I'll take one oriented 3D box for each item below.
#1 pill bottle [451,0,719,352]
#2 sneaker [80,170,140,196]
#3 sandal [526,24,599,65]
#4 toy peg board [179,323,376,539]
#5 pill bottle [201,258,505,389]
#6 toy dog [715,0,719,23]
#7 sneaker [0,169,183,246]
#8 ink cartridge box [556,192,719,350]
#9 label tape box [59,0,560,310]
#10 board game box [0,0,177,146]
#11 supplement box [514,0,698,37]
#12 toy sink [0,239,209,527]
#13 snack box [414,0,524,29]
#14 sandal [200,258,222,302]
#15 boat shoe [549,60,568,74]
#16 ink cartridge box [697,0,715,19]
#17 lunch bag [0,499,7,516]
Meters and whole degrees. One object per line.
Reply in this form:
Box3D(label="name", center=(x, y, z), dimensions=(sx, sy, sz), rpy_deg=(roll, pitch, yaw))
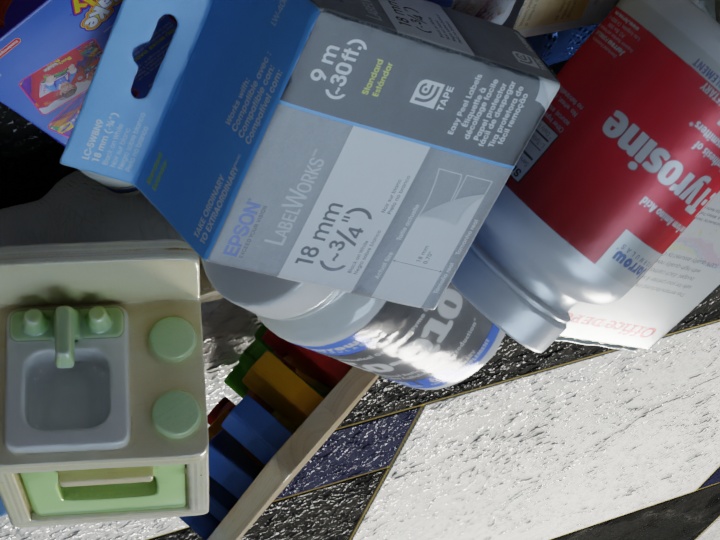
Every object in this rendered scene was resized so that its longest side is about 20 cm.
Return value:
Box3D(label="pill bottle", center=(0.137, -0.055, 0.845), dimensions=(0.200, 0.112, 0.112), rpy_deg=(-50, 149, 12))
Box3D(label="sneaker", center=(-0.071, -0.100, 0.873), dimensions=(0.199, 0.075, 0.088), rpy_deg=(-16, 164, 0))
Box3D(label="sandal", center=(0.069, -0.121, 0.923), dimensions=(0.199, 0.087, 0.080), rpy_deg=(-20, 153, -14))
Box3D(label="toy peg board", center=(-0.075, 0.112, 1.148), dimensions=(0.199, 0.098, 0.200), rpy_deg=(-45, 174, -44))
Box3D(label="pill bottle", center=(0.000, 0.000, 0.914), dimensions=(0.114, 0.114, 0.200), rpy_deg=(-35, 149, 21))
Box3D(label="toy dog", center=(0.290, -0.203, 0.860), dimensions=(0.194, 0.140, 0.200), rpy_deg=(25, 95, -30))
Box3D(label="sneaker", center=(-0.171, -0.012, 0.938), dimensions=(0.199, 0.075, 0.089), rpy_deg=(-15, 152, 3))
Box3D(label="ink cartridge box", center=(0.194, -0.043, 0.999), dimensions=(0.145, 0.088, 0.200), rpy_deg=(10, 131, -40))
Box3D(label="label tape box", center=(-0.026, -0.069, 0.728), dimensions=(0.199, 0.063, 0.144), rpy_deg=(13, 121, -26))
Box3D(label="board game box", center=(-0.094, -0.146, 0.748), dimensions=(0.200, 0.045, 0.134), rpy_deg=(-37, 153, 7))
Box3D(label="supplement box", center=(0.110, -0.197, 0.824), dimensions=(0.199, 0.074, 0.126), rpy_deg=(-13, 151, -21))
Box3D(label="toy sink", center=(-0.157, 0.077, 0.904), dimensions=(0.130, 0.112, 0.200), rpy_deg=(-3, 154, -8))
Box3D(label="snack box", center=(0.050, -0.145, 0.760), dimensions=(0.072, 0.024, 0.200), rpy_deg=(-11, 150, -21))
Box3D(label="sandal", center=(-0.083, -0.029, 0.976), dimensions=(0.211, 0.078, 0.070), rpy_deg=(-27, 138, -12))
Box3D(label="boat shoe", center=(0.172, -0.111, 1.057), dimensions=(0.200, 0.062, 0.073), rpy_deg=(2, 142, -45))
Box3D(label="ink cartridge box", center=(0.233, -0.148, 1.010), dimensions=(0.200, 0.047, 0.160), rpy_deg=(-38, 144, 13))
Box3D(label="lunch bag", center=(-0.208, 0.068, 1.055), dimensions=(0.150, 0.094, 0.200), rpy_deg=(-14, 142, -17))
